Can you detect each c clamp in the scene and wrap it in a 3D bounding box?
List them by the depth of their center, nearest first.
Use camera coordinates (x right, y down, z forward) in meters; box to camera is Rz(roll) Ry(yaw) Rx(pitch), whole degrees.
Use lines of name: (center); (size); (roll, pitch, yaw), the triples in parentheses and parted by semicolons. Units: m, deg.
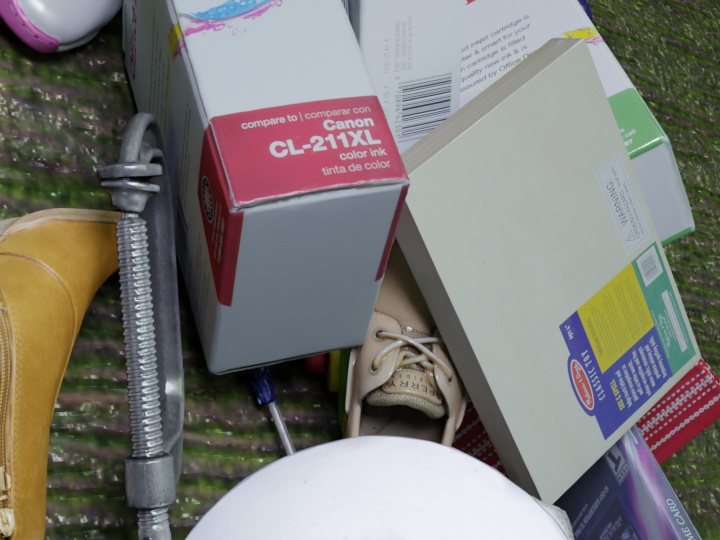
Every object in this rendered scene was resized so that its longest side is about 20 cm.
c clamp: (-0.090, 0.027, 0.647); (0.171, 0.027, 0.202); (51, 35, -86)

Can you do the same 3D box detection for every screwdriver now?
screwdriver: (-0.044, 0.085, 0.779); (0.029, 0.028, 0.201); (-14, 81, -22)

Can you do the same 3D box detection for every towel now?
towel: (0.127, 0.077, 0.871); (0.200, 0.144, 0.023); (43, 9, -44)

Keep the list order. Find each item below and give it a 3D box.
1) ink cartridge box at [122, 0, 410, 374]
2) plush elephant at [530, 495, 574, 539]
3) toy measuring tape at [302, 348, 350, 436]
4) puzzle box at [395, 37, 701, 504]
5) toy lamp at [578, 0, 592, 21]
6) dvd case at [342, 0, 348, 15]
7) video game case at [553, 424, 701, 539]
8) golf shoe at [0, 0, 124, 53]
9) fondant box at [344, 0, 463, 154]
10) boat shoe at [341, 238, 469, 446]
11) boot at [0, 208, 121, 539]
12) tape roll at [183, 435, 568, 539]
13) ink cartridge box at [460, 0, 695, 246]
ink cartridge box: (-0.054, -0.076, 0.716); (0.082, 0.146, 0.201); (-10, 61, -15)
plush elephant: (0.089, 0.197, 0.754); (0.199, 0.154, 0.166); (0, 68, -50)
toy measuring tape: (0.000, 0.000, 0.836); (0.073, 0.073, 0.201); (22, 57, -41)
puzzle box: (0.094, 0.003, 0.748); (0.133, 0.025, 0.201); (-38, 118, -25)
toy lamp: (0.102, -0.191, 1.098); (0.199, 0.058, 0.059); (-6, 72, -51)
dvd case: (-0.036, -0.176, 0.770); (0.016, 0.201, 0.149); (-12, 32, -16)
video game case: (0.156, 0.196, 0.807); (0.019, 0.143, 0.201); (-5, 50, -25)
golf shoe: (-0.127, -0.191, 0.796); (0.075, 0.091, 0.201); (48, 40, -20)
fondant box: (-0.006, -0.154, 0.815); (0.058, 0.145, 0.200); (-13, 41, -15)
boat shoe: (0.028, 0.053, 0.757); (0.071, 0.065, 0.202); (6, 96, -7)
boot: (-0.152, 0.049, 0.648); (0.201, 0.070, 0.145); (-11, 92, -65)
tape roll: (0.007, 0.177, 0.646); (0.199, 0.066, 0.202); (1, 68, -2)
ink cartridge box: (0.085, -0.081, 0.875); (0.084, 0.144, 0.201); (58, 8, -45)
